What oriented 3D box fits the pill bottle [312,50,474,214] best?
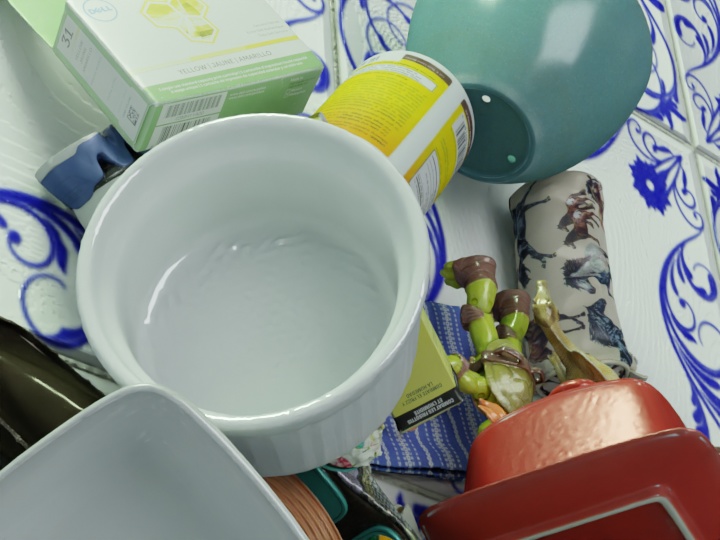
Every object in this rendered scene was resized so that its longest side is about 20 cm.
[{"bbox_3d":[0.002,-0.072,1.278,0.110,0.109,0.200,50,37,-9],"label":"pill bottle"}]

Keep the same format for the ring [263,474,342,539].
[{"bbox_3d":[-0.088,0.182,1.042,0.199,0.019,0.202,21,48,-24],"label":"ring"}]

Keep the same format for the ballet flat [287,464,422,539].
[{"bbox_3d":[0.001,0.156,1.147,0.201,0.072,0.072,54,37,-6],"label":"ballet flat"}]

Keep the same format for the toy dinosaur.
[{"bbox_3d":[0.184,0.095,1.287,0.200,0.058,0.101,43,-9,28],"label":"toy dinosaur"}]

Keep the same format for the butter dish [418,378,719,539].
[{"bbox_3d":[0.156,0.140,1.205,0.200,0.198,0.149,53,24,-43],"label":"butter dish"}]

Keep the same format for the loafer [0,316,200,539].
[{"bbox_3d":[-0.152,0.092,0.997,0.200,0.071,0.073,43,42,-1],"label":"loafer"}]

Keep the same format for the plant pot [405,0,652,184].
[{"bbox_3d":[0.115,-0.146,1.398,0.200,0.199,0.135,46,46,-15],"label":"plant pot"}]

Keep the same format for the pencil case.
[{"bbox_3d":[0.170,0.011,1.435,0.088,0.078,0.202,7,56,-16],"label":"pencil case"}]

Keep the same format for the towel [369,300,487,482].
[{"bbox_3d":[0.043,0.081,1.288,0.199,0.024,0.146,11,56,-44],"label":"towel"}]

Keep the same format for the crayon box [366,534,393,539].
[{"bbox_3d":[0.069,0.253,1.054,0.199,0.058,0.120,29,41,-24],"label":"crayon box"}]

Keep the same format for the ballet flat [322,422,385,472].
[{"bbox_3d":[-0.037,0.042,1.122,0.075,0.064,0.200,-5,40,-35],"label":"ballet flat"}]

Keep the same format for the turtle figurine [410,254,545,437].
[{"bbox_3d":[0.091,0.068,1.283,0.199,0.064,0.163,27,44,-31],"label":"turtle figurine"}]

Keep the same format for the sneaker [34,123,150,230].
[{"bbox_3d":[-0.112,-0.044,1.163,0.199,0.080,0.116,-26,88,-46],"label":"sneaker"}]

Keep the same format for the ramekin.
[{"bbox_3d":[-0.057,0.019,1.025,0.098,0.198,0.202,82,1,-59],"label":"ramekin"}]

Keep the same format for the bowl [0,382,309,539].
[{"bbox_3d":[-0.119,0.177,0.923,0.201,0.199,0.075,52,-1,-4],"label":"bowl"}]

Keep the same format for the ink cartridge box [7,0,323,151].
[{"bbox_3d":[-0.139,-0.168,1.157,0.145,0.048,0.200,-18,58,-42],"label":"ink cartridge box"}]

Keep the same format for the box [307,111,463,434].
[{"bbox_3d":[0.000,0.000,1.148,0.202,0.050,0.075,63,5,-11],"label":"box"}]
